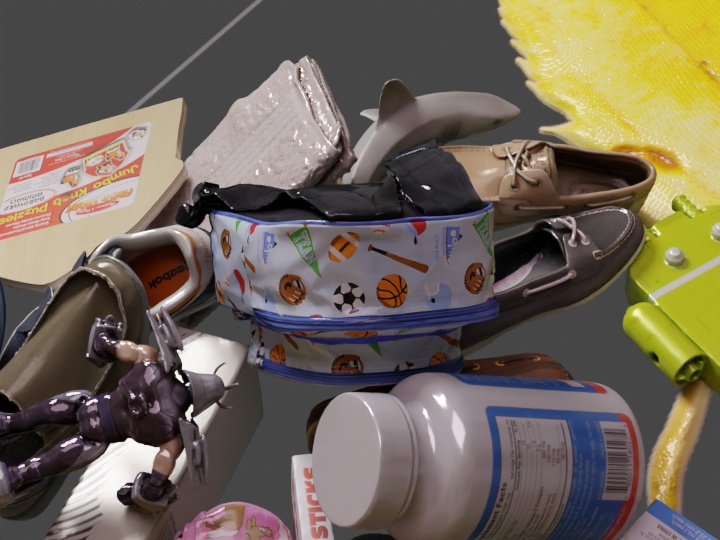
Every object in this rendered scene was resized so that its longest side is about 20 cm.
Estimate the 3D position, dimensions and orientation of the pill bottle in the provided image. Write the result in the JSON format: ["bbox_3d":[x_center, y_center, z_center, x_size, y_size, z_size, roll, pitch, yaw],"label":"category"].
[{"bbox_3d":[0.073,0.122,1.121,0.198,0.113,0.113,6,41,-31],"label":"pill bottle"}]

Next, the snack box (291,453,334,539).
[{"bbox_3d":[-0.024,0.219,1.124,0.024,0.072,0.201,-3,47,-7],"label":"snack box"}]

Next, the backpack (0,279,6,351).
[{"bbox_3d":[-0.315,0.066,1.217,0.134,0.184,0.200,23,44,19],"label":"backpack"}]

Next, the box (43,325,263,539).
[{"bbox_3d":[-0.137,0.140,1.199,0.068,0.083,0.201,13,49,17],"label":"box"}]

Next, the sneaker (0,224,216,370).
[{"bbox_3d":[-0.187,0.028,1.259,0.199,0.079,0.079,-35,73,7],"label":"sneaker"}]

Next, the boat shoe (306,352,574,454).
[{"bbox_3d":[0.056,0.098,1.235,0.198,0.073,0.068,-7,42,-11],"label":"boat shoe"}]

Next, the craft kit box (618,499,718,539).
[{"bbox_3d":[0.203,0.266,1.088,0.199,0.049,0.197,34,56,29],"label":"craft kit box"}]

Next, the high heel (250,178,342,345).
[{"bbox_3d":[-0.057,-0.018,1.354,0.067,0.096,0.201,23,33,-28],"label":"high heel"}]

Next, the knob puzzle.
[{"bbox_3d":[-0.222,-0.045,1.378,0.217,0.031,0.221,-16,38,12],"label":"knob puzzle"}]

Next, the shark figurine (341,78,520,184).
[{"bbox_3d":[0.023,-0.101,1.403,0.127,0.090,0.215,22,51,24],"label":"shark figurine"}]

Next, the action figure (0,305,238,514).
[{"bbox_3d":[-0.173,0.097,1.121,0.198,0.069,0.131,-17,71,1],"label":"action figure"}]

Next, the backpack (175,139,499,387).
[{"bbox_3d":[0.000,0.000,1.165,0.198,0.156,0.190,-11,3,-20],"label":"backpack"}]

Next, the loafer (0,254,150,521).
[{"bbox_3d":[-0.208,0.083,1.190,0.075,0.070,0.201,30,99,21],"label":"loafer"}]

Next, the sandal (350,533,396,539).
[{"bbox_3d":[0.062,0.223,1.067,0.075,0.048,0.201,-18,49,-33],"label":"sandal"}]

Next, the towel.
[{"bbox_3d":[-0.088,-0.061,1.326,0.200,0.034,0.133,-46,39,18],"label":"towel"}]

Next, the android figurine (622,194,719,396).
[{"bbox_3d":[0.278,0.018,1.309,0.181,0.041,0.200,-25,53,-18],"label":"android figurine"}]

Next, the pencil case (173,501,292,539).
[{"bbox_3d":[-0.076,0.246,1.097,0.086,0.083,0.201,-6,49,-3],"label":"pencil case"}]

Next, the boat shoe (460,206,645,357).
[{"bbox_3d":[0.123,0.000,1.302,0.199,0.057,0.067,-29,42,-9],"label":"boat shoe"}]

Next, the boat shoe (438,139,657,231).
[{"bbox_3d":[0.128,-0.073,1.348,0.198,0.065,0.072,2,58,-17],"label":"boat shoe"}]
